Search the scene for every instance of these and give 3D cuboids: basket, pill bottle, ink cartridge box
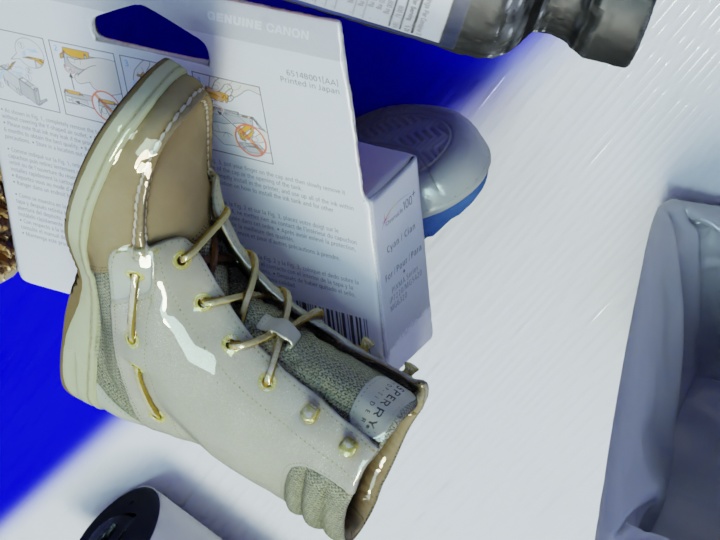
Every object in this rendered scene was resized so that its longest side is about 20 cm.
[{"bbox_3d":[0.173,0.089,1.314,0.135,0.200,0.123,12,142,4],"label":"basket"},{"bbox_3d":[0.021,-0.147,1.168,0.200,0.112,0.112,17,138,-2],"label":"pill bottle"},{"bbox_3d":[-0.070,-0.055,1.273,0.200,0.045,0.176,15,129,29],"label":"ink cartridge box"}]

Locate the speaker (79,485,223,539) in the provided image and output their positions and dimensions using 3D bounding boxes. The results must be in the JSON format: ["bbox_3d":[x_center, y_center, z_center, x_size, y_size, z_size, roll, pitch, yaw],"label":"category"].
[{"bbox_3d":[-0.063,0.199,1.586,0.200,0.081,0.081,40,132,-24],"label":"speaker"}]

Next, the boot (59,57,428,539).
[{"bbox_3d":[-0.044,0.016,1.223,0.155,0.072,0.200,31,141,17],"label":"boot"}]

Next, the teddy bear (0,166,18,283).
[{"bbox_3d":[-0.208,-0.062,1.373,0.145,0.067,0.200,1,143,29],"label":"teddy bear"}]

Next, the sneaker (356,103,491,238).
[{"bbox_3d":[0.000,-0.001,1.353,0.200,0.077,0.111,-19,122,37],"label":"sneaker"}]
